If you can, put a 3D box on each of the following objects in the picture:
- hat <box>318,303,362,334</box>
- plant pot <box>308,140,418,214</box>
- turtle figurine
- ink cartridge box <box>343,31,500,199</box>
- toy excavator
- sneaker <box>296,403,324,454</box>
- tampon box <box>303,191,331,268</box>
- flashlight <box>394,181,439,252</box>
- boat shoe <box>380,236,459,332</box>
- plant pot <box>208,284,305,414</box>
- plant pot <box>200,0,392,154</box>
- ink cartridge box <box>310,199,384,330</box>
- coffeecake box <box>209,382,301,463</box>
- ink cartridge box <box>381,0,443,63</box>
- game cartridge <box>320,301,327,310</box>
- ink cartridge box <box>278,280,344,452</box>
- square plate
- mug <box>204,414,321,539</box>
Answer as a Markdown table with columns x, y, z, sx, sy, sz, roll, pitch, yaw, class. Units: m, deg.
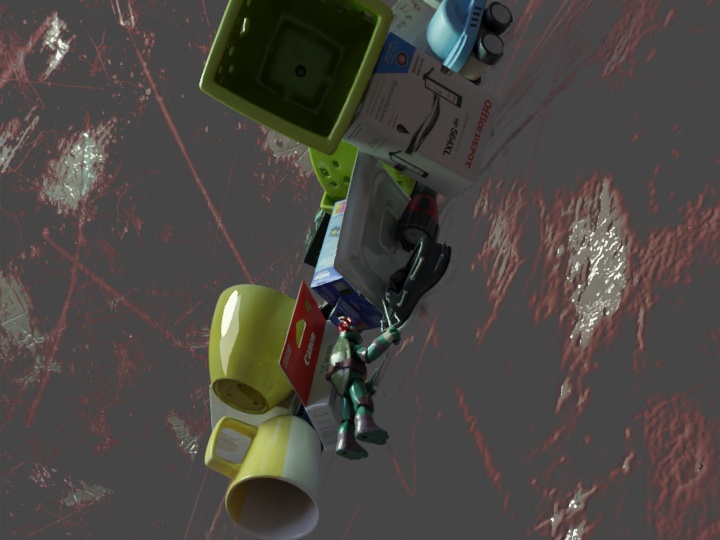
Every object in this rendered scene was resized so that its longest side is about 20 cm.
| x | y | z | sx | sy | sz | roll | pitch | yaw | class |
| --- | --- | --- | --- | --- | --- | --- | --- | --- | --- |
| -0.046 | 0.097 | 1.240 | 0.198 | 0.082 | 0.201 | -32 | -6 | -4 | hat |
| 0.022 | -0.205 | 1.235 | 0.203 | 0.193 | 0.185 | -74 | -15 | -47 | plant pot |
| 0.000 | 0.149 | 0.973 | 0.151 | 0.097 | 0.205 | 106 | 167 | -55 | turtle figurine |
| 0.090 | -0.220 | 1.005 | 0.084 | 0.196 | 0.150 | -29 | 39 | 66 | ink cartridge box |
| 0.144 | -0.428 | 1.142 | 0.100 | 0.196 | 0.199 | -41 | 28 | 61 | toy excavator |
| -0.078 | 0.254 | 1.222 | 0.078 | 0.068 | 0.206 | 46 | -120 | -80 | sneaker |
| -0.030 | -0.104 | 1.498 | 0.151 | 0.123 | 0.204 | -97 | 31 | -68 | tampon box |
| 0.106 | -0.122 | 1.093 | 0.067 | 0.068 | 0.203 | -19 | 39 | 37 | flashlight |
| 0.069 | 0.020 | 0.987 | 0.201 | 0.059 | 0.077 | 125 | 164 | -45 | boat shoe |
| -0.170 | 0.145 | 1.131 | 0.201 | 0.196 | 0.144 | -51 | 14 | 51 | plant pot |
| -0.085 | -0.289 | 0.950 | 0.182 | 0.195 | 0.204 | -116 | 51 | -81 | plant pot |
| 0.000 | 0.000 | 1.115 | 0.075 | 0.136 | 0.204 | -15 | 46 | 35 | ink cartridge box |
| -0.189 | 0.282 | 1.261 | 0.074 | 0.149 | 0.205 | -61 | -20 | -55 | coffeecake box |
| 0.098 | -0.395 | 1.203 | 0.162 | 0.198 | 0.050 | -54 | 3 | -37 | ink cartridge box |
| -0.060 | 0.095 | 1.394 | 0.202 | 0.038 | 0.130 | -52 | 16 | 0 | game cartridge |
| -0.051 | 0.137 | 1.053 | 0.044 | 0.179 | 0.202 | -15 | 31 | 16 | ink cartridge box |
| 0.034 | -0.056 | 1.050 | 0.028 | 0.198 | 0.206 | -1 | 66 | 29 | square plate |
| -0.132 | 0.300 | 1.089 | 0.146 | 0.189 | 0.155 | -19 | 30 | 19 | mug |
